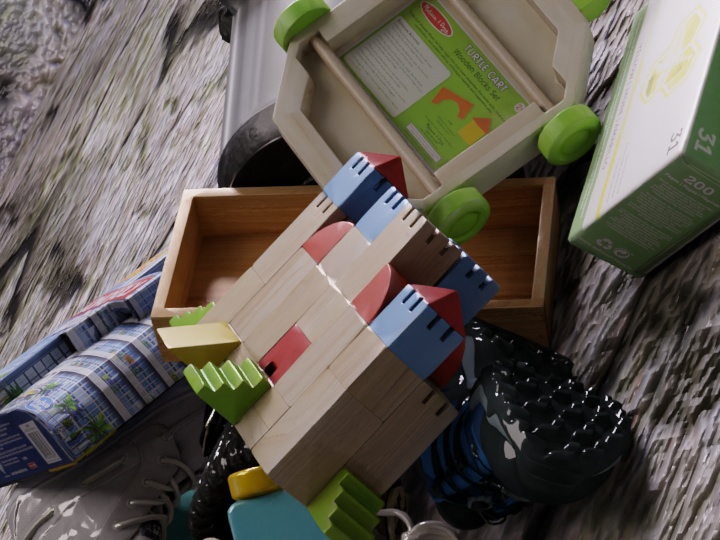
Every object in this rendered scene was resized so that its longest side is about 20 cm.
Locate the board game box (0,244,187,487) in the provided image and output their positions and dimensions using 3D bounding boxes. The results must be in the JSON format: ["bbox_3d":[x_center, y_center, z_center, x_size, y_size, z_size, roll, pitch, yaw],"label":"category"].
[{"bbox_3d":[-0.137,0.042,1.429,0.200,0.062,0.200,-39,7,-23],"label":"board game box"}]

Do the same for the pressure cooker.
[{"bbox_3d":[0.007,-0.108,1.339,0.178,0.176,0.201,-7,51,14],"label":"pressure cooker"}]

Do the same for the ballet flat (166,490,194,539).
[{"bbox_3d":[-0.106,0.145,1.516,0.200,0.070,0.065,-73,-3,-48],"label":"ballet flat"}]

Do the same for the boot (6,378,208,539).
[{"bbox_3d":[-0.121,0.135,1.426,0.200,0.074,0.096,-32,40,14],"label":"boot"}]

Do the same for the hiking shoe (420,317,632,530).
[{"bbox_3d":[0.070,0.084,1.079,0.200,0.074,0.087,-106,38,-81],"label":"hiking shoe"}]

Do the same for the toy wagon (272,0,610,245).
[{"bbox_3d":[0.056,-0.107,1.191,0.200,0.155,0.040,-36,-28,-3],"label":"toy wagon"}]

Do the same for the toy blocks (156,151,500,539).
[{"bbox_3d":[-0.001,0.025,1.085,0.137,0.100,0.200,-46,28,3],"label":"toy blocks"}]

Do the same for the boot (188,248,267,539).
[{"bbox_3d":[-0.050,0.108,1.294,0.212,0.079,0.158,94,178,-47],"label":"boot"}]

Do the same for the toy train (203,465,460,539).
[{"bbox_3d":[-0.040,0.186,1.156,0.200,0.150,0.056,-54,-8,-2],"label":"toy train"}]

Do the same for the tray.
[{"bbox_3d":[0.000,0.000,1.227,0.099,0.199,0.037,-80,-15,-47],"label":"tray"}]

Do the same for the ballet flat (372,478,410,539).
[{"bbox_3d":[0.014,0.084,1.280,0.200,0.046,0.068,-89,3,-55],"label":"ballet flat"}]

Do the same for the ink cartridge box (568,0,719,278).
[{"bbox_3d":[0.178,-0.097,1.076,0.200,0.048,0.146,-41,24,56],"label":"ink cartridge box"}]
